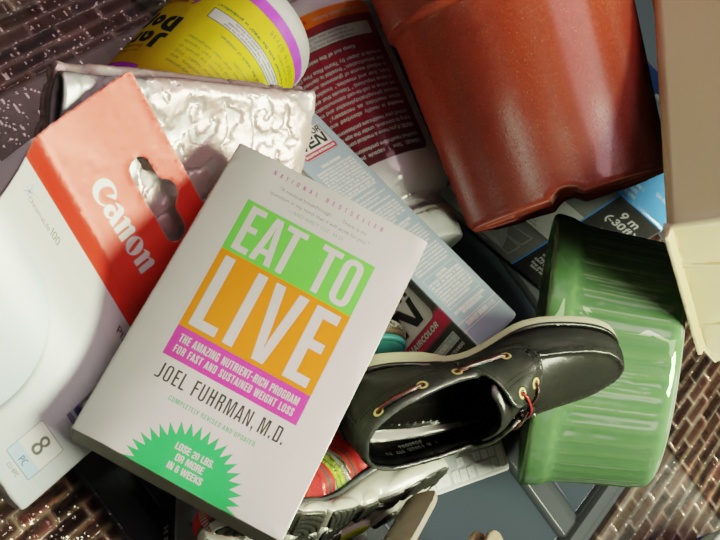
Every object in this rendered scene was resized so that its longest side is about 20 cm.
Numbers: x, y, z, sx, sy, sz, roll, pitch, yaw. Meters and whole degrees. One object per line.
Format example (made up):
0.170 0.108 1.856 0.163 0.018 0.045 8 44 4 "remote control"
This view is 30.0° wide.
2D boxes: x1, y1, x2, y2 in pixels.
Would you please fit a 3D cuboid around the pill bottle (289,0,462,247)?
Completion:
-0.001 -0.100 1.010 0.112 0.113 0.202 -13 75 -43 "pill bottle"

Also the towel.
-0.122 -0.023 0.836 0.189 0.032 0.202 1 109 -39 "towel"

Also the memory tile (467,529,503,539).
0.093 0.281 0.861 0.153 0.017 0.202 49 41 -54 "memory tile"

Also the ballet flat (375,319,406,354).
-0.064 0.059 0.850 0.199 0.068 0.075 -26 61 -28 "ballet flat"

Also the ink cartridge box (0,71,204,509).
-0.162 0.011 0.758 0.200 0.047 0.161 -41 127 -20 "ink cartridge box"

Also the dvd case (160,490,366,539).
-0.058 0.218 0.842 0.149 0.025 0.202 16 59 -33 "dvd case"

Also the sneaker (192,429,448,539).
-0.035 0.132 0.852 0.199 0.077 0.085 -11 56 -46 "sneaker"

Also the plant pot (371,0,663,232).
0.117 -0.140 0.941 0.199 0.200 0.198 -14 86 -43 "plant pot"

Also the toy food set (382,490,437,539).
0.046 0.259 0.841 0.144 0.060 0.202 -54 132 -45 "toy food set"

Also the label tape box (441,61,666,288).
0.175 -0.080 1.086 0.144 0.200 0.064 38 47 -17 "label tape box"

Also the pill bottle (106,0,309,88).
-0.126 -0.107 0.901 0.104 0.104 0.201 44 59 -12 "pill bottle"

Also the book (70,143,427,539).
-0.062 0.041 0.786 0.133 0.048 0.201 28 67 -4 "book"

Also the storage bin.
0.261 -0.066 0.915 0.199 0.093 0.202 55 33 -55 "storage bin"

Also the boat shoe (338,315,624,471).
0.081 0.080 0.848 0.199 0.074 0.063 -10 37 -18 "boat shoe"

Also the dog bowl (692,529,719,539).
0.304 0.309 1.064 0.199 0.079 0.202 20 55 -31 "dog bowl"

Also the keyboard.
0.036 0.141 0.979 0.199 0.011 0.057 -10 74 -43 "keyboard"

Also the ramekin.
0.178 0.065 0.996 0.096 0.201 0.202 8 53 6 "ramekin"

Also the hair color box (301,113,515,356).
0.000 0.000 0.931 0.200 0.099 0.061 45 39 9 "hair color box"
